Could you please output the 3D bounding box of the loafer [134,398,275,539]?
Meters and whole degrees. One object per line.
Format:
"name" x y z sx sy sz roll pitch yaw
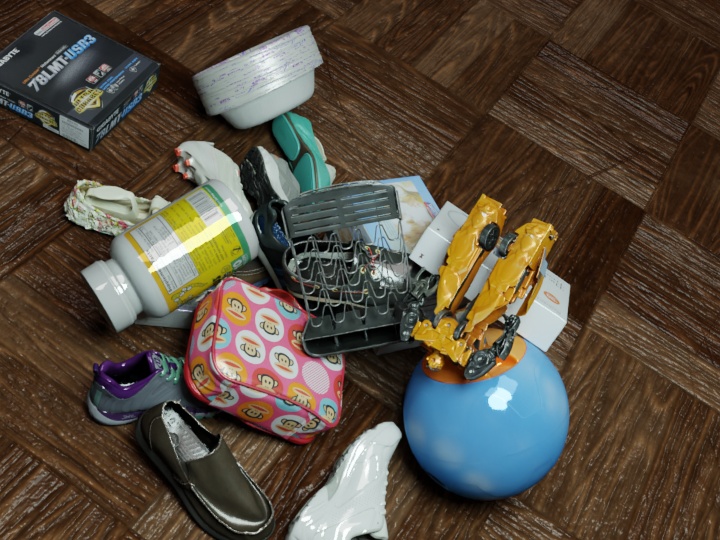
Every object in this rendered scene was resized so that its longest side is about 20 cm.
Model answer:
"loafer" -0.170 0.222 1.031 0.200 0.072 0.073 42 48 4

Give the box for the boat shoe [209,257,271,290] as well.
"boat shoe" -0.197 -0.011 1.233 0.197 0.073 0.073 -9 56 -26

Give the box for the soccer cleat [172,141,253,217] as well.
"soccer cleat" -0.193 -0.120 1.338 0.077 0.070 0.200 -20 57 -36

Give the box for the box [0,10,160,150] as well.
"box" -0.435 -0.290 1.407 0.196 0.050 0.201 28 46 3

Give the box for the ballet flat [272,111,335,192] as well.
"ballet flat" -0.074 -0.164 1.422 0.069 0.068 0.202 3 50 -35

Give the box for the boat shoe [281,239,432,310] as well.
"boat shoe" 0.000 0.003 1.153 0.197 0.063 0.075 3 62 6

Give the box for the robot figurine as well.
"robot figurine" 0.132 0.025 1.040 0.144 0.058 0.202 28 86 33

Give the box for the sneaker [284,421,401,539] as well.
"sneaker" 0.000 0.265 1.077 0.099 0.078 0.200 38 57 5

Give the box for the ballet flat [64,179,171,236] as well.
"ballet flat" -0.299 -0.075 1.258 0.196 0.064 0.077 11 46 -12

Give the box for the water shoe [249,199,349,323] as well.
"water shoe" -0.074 -0.001 1.231 0.201 0.079 0.072 51 50 -8

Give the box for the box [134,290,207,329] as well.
"box" -0.190 0.052 1.204 0.196 0.042 0.039 6 49 -15

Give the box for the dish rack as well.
"dish rack" -0.010 -0.004 1.082 0.150 0.203 0.055 -11 32 1

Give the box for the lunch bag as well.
"lunch bag" -0.110 0.097 1.127 0.198 0.082 0.178 30 43 -28

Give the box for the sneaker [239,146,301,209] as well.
"sneaker" -0.111 -0.093 1.341 0.078 0.074 0.203 10 49 -39

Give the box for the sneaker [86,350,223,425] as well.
"sneaker" -0.218 0.129 1.093 0.197 0.088 0.075 -9 54 -27

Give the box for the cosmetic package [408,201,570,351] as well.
"cosmetic package" 0.166 0.002 1.162 0.198 0.052 0.151 34 23 3

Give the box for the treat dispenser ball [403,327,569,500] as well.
"treat dispenser ball" 0.149 0.170 1.118 0.197 0.202 0.203 10 47 -11

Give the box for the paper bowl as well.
"paper bowl" -0.150 -0.290 1.433 0.200 0.199 0.106 -37 109 -40

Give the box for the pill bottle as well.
"pill bottle" -0.230 -0.014 1.126 0.198 0.113 0.113 -34 66 -19

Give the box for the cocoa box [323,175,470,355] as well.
"cocoa box" 0.052 -0.011 1.287 0.131 0.132 0.202 -10 55 -27
